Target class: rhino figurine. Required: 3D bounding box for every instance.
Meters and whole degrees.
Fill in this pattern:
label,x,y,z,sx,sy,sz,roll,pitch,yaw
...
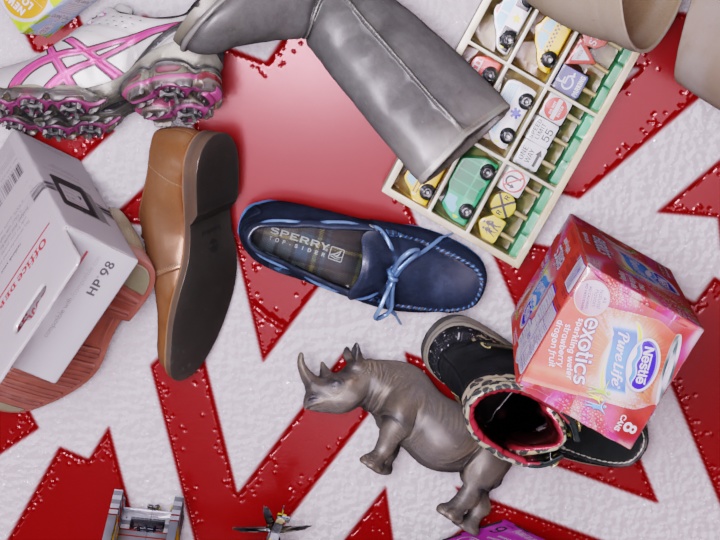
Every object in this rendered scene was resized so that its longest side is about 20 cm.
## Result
label,x,y,z,sx,sy,sz,roll,pitch,yaw
rhino figurine,0.033,0.121,1.204,0.199,0.060,0.088,34,83,-4

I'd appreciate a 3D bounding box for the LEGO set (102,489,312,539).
label,x,y,z,sx,sy,sz,roll,pitch,yaw
LEGO set,-0.134,0.253,1.237,0.197,0.117,0.155,0,132,6

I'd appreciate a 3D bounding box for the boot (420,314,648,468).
label,x,y,z,sx,sy,sz,roll,pitch,yaw
boot,0.144,0.116,1.146,0.202,0.154,0.074,28,100,-14

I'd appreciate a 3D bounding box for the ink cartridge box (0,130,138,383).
label,x,y,z,sx,sy,sz,roll,pitch,yaw
ink cartridge box,-0.234,-0.002,1.118,0.066,0.200,0.116,27,106,-37

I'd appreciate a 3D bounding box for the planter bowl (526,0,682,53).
label,x,y,z,sx,sy,sz,roll,pitch,yaw
planter bowl,0.153,-0.264,1.060,0.133,0.200,0.203,15,104,24

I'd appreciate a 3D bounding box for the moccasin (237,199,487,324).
label,x,y,z,sx,sy,sz,roll,pitch,yaw
moccasin,0.000,0.000,1.175,0.197,0.068,0.081,9,103,-2

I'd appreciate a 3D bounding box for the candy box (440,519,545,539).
label,x,y,z,sx,sy,sz,roll,pitch,yaw
candy box,0.068,0.258,1.156,0.198,0.136,0.062,-13,104,-27

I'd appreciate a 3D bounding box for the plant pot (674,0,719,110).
label,x,y,z,sx,sy,sz,roll,pitch,yaw
plant pot,0.322,-0.165,1.079,0.172,0.200,0.202,19,104,16

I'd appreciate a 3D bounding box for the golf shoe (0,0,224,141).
label,x,y,z,sx,sy,sz,roll,pitch,yaw
golf shoe,-0.197,-0.153,1.159,0.197,0.073,0.093,-5,67,11

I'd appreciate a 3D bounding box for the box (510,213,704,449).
label,x,y,z,sx,sy,sz,roll,pitch,yaw
box,0.173,0.038,1.109,0.095,0.200,0.100,29,102,-2

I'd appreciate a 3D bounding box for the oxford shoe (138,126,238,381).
label,x,y,z,sx,sy,sz,roll,pitch,yaw
oxford shoe,-0.141,-0.015,1.191,0.071,0.071,0.202,15,106,29

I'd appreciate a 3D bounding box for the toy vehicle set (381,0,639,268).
label,x,y,z,sx,sy,sz,roll,pitch,yaw
toy vehicle set,0.116,-0.119,1.165,0.123,0.027,0.201,28,102,-4

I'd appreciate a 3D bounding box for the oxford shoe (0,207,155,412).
label,x,y,z,sx,sy,sz,roll,pitch,yaw
oxford shoe,-0.232,0.035,1.204,0.070,0.074,0.200,25,121,-42

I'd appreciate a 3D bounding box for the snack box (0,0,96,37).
label,x,y,z,sx,sy,sz,roll,pitch,yaw
snack box,-0.208,-0.296,1.109,0.199,0.068,0.169,-35,90,10

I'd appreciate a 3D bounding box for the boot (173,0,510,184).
label,x,y,z,sx,sy,sz,roll,pitch,yaw
boot,-0.012,-0.144,1.106,0.181,0.073,0.201,-35,91,-17
